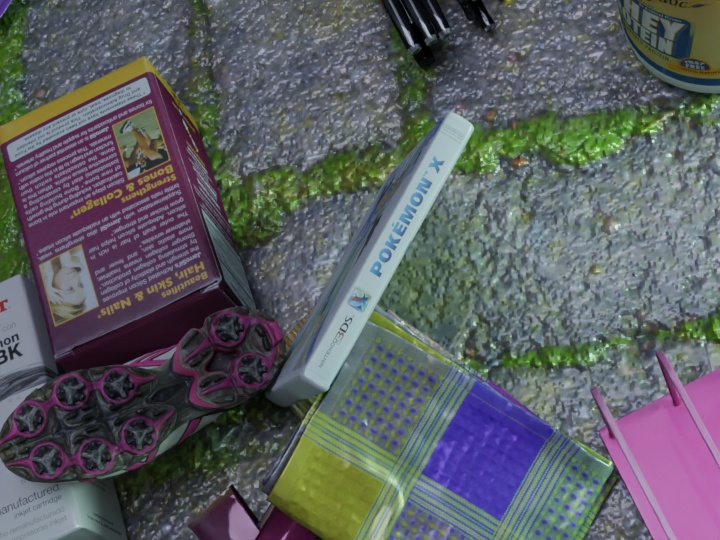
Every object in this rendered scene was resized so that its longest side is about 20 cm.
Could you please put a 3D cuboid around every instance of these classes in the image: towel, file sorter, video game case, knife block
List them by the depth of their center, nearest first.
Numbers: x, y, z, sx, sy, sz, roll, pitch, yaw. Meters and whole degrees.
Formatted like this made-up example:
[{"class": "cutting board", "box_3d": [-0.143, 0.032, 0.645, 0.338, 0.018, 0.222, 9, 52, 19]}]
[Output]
[{"class": "file sorter", "box_3d": [0.253, 0.095, 0.926, 0.199, 0.126, 0.140, -27, 63, 4]}, {"class": "towel", "box_3d": [0.050, 0.131, 0.983, 0.199, 0.023, 0.144, 34, 79, -2]}, {"class": "video game case", "box_3d": [0.000, 0.000, 0.999, 0.022, 0.200, 0.183, 30, 78, -5]}, {"class": "knife block", "box_3d": [0.018, -0.243, 1.178, 0.198, 0.064, 0.177, 16, 72, 22]}]

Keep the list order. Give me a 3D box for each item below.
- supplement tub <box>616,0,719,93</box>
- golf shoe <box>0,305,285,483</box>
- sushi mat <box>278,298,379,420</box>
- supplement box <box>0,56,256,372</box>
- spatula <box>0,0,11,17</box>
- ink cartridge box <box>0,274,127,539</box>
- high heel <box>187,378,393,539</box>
[{"class": "supplement tub", "box_3d": [0.232, -0.223, 1.026, 0.143, 0.200, 0.146, -7, 65, 15]}, {"class": "golf shoe", "box_3d": [-0.143, 0.092, 1.040, 0.198, 0.092, 0.073, -21, 80, -16]}, {"class": "sushi mat", "box_3d": [0.019, 0.096, 1.062, 0.096, 0.012, 0.200, -44, 62, -4]}, {"class": "supplement box", "box_3d": [-0.165, -0.029, 1.122, 0.130, 0.103, 0.202, -23, 62, 6]}, {"class": "spatula", "box_3d": [-0.359, -0.261, 1.328, 0.199, 0.021, 0.057, 28, 80, 26]}, {"class": "ink cartridge box", "box_3d": [-0.262, 0.126, 1.097, 0.146, 0.083, 0.202, -24, 63, 7]}, {"class": "high heel", "box_3d": [-0.013, 0.142, 1.028, 0.200, 0.067, 0.096, -41, 88, 5]}]
